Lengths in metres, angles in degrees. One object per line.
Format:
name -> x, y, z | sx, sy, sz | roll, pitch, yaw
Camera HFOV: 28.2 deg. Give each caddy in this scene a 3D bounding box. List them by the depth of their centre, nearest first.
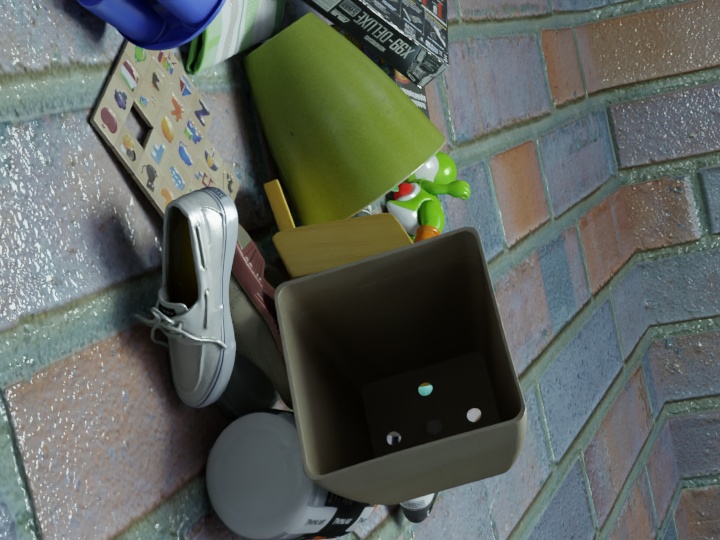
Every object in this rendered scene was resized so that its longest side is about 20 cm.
caddy -> -0.182, -0.299, 1.280 | 0.105, 0.140, 0.202 | 22, 61, -61

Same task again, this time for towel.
towel -> -0.118, -0.292, 1.496 | 0.200, 0.030, 0.151 | -47, 152, -61

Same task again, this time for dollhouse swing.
dollhouse swing -> 0.000, 0.000, 1.492 | 0.201, 0.180, 0.177 | 71, 13, -46

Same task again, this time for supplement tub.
supplement tub -> -0.055, 0.201, 1.399 | 0.200, 0.121, 0.124 | 21, 61, -64

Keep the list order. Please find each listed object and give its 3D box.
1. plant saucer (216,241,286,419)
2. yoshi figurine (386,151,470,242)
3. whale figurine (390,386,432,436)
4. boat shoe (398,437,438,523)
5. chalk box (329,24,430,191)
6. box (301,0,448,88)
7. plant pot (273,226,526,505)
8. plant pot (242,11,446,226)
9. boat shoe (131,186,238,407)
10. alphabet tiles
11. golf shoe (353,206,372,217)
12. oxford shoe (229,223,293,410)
plant saucer -> -0.105, 0.051, 1.439 | 0.200, 0.050, 0.203 | -10, 90, -68
yoshi figurine -> 0.096, -0.095, 1.947 | 0.112, 0.111, 0.202 | 73, 14, -61
whale figurine -> 0.058, 0.099, 1.750 | 0.159, 0.103, 0.202 | 43, 42, -56
boat shoe -> 0.081, 0.230, 1.811 | 0.201, 0.069, 0.067 | -81, 169, -45
chalk box -> 0.008, -0.194, 1.735 | 0.125, 0.123, 0.203 | 2, 80, -69
box -> 0.016, -0.323, 1.625 | 0.199, 0.050, 0.159 | 31, 42, -32
plant pot -> 0.050, 0.112, 1.335 | 0.177, 0.198, 0.201 | 64, 12, -57
plant pot -> -0.038, -0.173, 1.571 | 0.201, 0.186, 0.187 | 55, 27, -9
boat shoe -> -0.157, 0.031, 1.260 | 0.086, 0.074, 0.204 | -17, 122, -51
alphabet tiles -> -0.178, -0.121, 1.368 | 0.201, 0.007, 0.168 | 57, 30, -35
golf shoe -> -0.009, -0.040, 1.669 | 0.200, 0.076, 0.089 | 80, -1, -71
oxford shoe -> -0.105, 0.052, 1.352 | 0.071, 0.074, 0.201 | -83, 149, -70
